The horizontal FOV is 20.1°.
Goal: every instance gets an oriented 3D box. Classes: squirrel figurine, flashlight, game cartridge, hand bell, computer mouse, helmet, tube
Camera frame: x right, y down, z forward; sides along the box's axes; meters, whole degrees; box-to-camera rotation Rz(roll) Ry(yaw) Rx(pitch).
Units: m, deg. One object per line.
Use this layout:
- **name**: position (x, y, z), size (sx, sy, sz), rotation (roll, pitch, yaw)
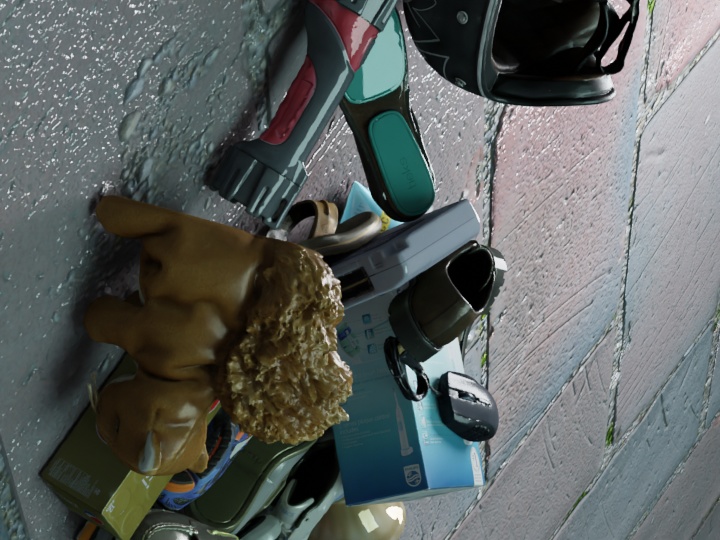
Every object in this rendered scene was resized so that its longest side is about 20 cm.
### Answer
- **squirrel figurine**: position (-0.106, 0.063, 1.458), size (0.141, 0.198, 0.189), rotation (21, 83, -73)
- **flashlight**: position (-0.047, -0.138, 1.551), size (0.068, 0.068, 0.201), rotation (31, 91, -40)
- **game cartridge**: position (0.000, 0.000, 1.661), size (0.133, 0.199, 0.041), rotation (-38, 101, -47)
- **hand bell**: position (-0.027, 0.174, 1.917), size (0.104, 0.103, 0.201), rotation (-48, 140, -31)
- **computer mouse**: position (0.075, 0.101, 1.760), size (0.200, 0.034, 0.059), rotation (37, 45, -56)
- **helmet**: position (0.127, -0.229, 1.654), size (0.200, 0.189, 0.202), rotation (-173, -90, -80)
- **tube**: position (0.025, -0.029, 1.839), size (0.200, 0.050, 0.078), rotation (16, 93, -61)

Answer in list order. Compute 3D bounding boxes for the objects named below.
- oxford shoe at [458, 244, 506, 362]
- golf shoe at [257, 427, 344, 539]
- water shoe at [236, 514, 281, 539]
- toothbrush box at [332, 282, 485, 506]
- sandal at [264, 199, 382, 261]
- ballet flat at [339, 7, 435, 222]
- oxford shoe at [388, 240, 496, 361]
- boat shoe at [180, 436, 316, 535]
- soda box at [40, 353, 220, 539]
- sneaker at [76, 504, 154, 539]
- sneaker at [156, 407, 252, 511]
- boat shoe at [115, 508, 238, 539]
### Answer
- **oxford shoe**: position (0.065, 0.061, 1.999), size (0.084, 0.072, 0.202), rotation (16, 97, -51)
- **golf shoe**: position (-0.072, 0.219, 1.815), size (0.201, 0.078, 0.097), rotation (-56, 170, -1)
- **water shoe**: position (-0.117, 0.300, 1.777), size (0.200, 0.079, 0.072), rotation (-50, 180, 18)
- **toothbrush box**: position (0.033, 0.103, 1.812), size (0.146, 0.085, 0.202), rotation (7, 71, -66)
- **sandal**: position (-0.050, -0.028, 1.659), size (0.199, 0.080, 0.054), rotation (-20, 90, -53)
- **ballet flat**: position (0.008, -0.135, 1.637), size (0.067, 0.068, 0.202), rotation (-17, 103, -19)
- **oxford shoe**: position (0.084, 0.006, 1.739), size (0.084, 0.073, 0.200), rotation (-34, -162, 20)
- **boat shoe**: position (-0.094, 0.163, 1.765), size (0.200, 0.075, 0.069), rotation (-46, 171, -38)
- **soda box**: position (-0.157, 0.104, 1.567), size (0.201, 0.064, 0.068), rotation (-55, 155, -17)
- **sneaker**: position (-0.190, 0.265, 1.649), size (0.078, 0.077, 0.202), rotation (-24, 132, -52)
- **sneaker**: position (-0.117, 0.120, 1.671), size (0.200, 0.075, 0.079), rotation (-45, 167, -39)
- **boat shoe**: position (-0.125, 0.239, 1.632), size (0.201, 0.060, 0.073), rotation (37, 62, -56)
